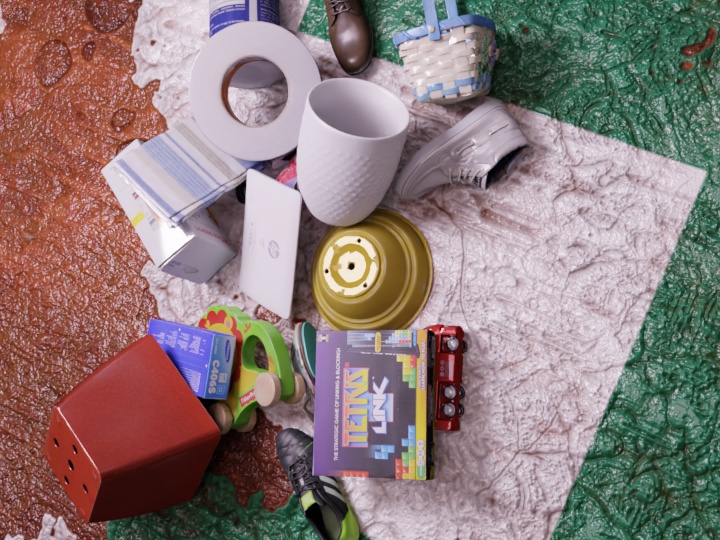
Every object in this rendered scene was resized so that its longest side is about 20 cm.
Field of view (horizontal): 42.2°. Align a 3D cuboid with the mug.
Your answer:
[{"bbox_3d":[-0.003,-0.169,1.341,0.147,0.199,0.177,36,135,22],"label":"mug"}]

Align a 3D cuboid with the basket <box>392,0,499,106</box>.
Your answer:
[{"bbox_3d":[0.122,-0.341,1.330,0.137,0.176,0.203,-13,95,20],"label":"basket"}]

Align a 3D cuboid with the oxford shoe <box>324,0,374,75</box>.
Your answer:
[{"bbox_3d":[-0.030,-0.401,1.447,0.072,0.084,0.203,-16,78,17],"label":"oxford shoe"}]

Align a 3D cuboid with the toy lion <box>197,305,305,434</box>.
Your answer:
[{"bbox_3d":[-0.185,0.137,1.411,0.199,0.068,0.194,-33,66,39],"label":"toy lion"}]

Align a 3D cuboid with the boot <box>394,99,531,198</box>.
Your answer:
[{"bbox_3d":[0.147,-0.149,1.337,0.199,0.073,0.096,-40,63,11],"label":"boot"}]

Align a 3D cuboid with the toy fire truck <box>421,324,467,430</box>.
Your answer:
[{"bbox_3d":[0.076,0.176,1.328,0.139,0.049,0.203,1,82,22],"label":"toy fire truck"}]

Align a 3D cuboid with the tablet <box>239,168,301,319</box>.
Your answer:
[{"bbox_3d":[-0.139,-0.040,1.407,0.130,0.014,0.203,28,121,41],"label":"tablet"}]

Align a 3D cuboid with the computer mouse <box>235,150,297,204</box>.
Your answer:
[{"bbox_3d":[-0.128,-0.196,1.476,0.199,0.044,0.111,-29,74,18],"label":"computer mouse"}]

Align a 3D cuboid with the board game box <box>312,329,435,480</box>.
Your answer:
[{"bbox_3d":[0.020,0.184,1.288,0.163,0.057,0.203,-2,80,16],"label":"board game box"}]

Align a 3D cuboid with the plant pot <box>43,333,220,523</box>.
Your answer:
[{"bbox_3d":[-0.352,0.251,1.378,0.200,0.175,0.201,49,136,22],"label":"plant pot"}]

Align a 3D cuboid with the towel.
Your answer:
[{"bbox_3d":[-0.257,-0.158,1.419,0.147,0.024,0.200,42,55,14],"label":"towel"}]

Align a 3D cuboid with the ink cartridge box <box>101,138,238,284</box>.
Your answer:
[{"bbox_3d":[-0.298,-0.091,1.473,0.083,0.145,0.201,-37,70,10],"label":"ink cartridge box"}]

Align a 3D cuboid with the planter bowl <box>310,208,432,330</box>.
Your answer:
[{"bbox_3d":[0.000,0.000,1.369,0.198,0.083,0.203,-3,81,22],"label":"planter bowl"}]

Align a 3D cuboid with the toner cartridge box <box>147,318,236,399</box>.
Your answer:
[{"bbox_3d":[-0.267,0.133,1.432,0.199,0.043,0.096,7,89,50],"label":"toner cartridge box"}]

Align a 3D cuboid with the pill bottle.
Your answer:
[{"bbox_3d":[-0.185,-0.405,1.493,0.114,0.116,0.203,-6,79,21],"label":"pill bottle"}]

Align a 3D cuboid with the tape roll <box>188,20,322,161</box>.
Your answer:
[{"bbox_3d":[-0.153,-0.265,1.394,0.197,0.066,0.203,0,96,2],"label":"tape roll"}]

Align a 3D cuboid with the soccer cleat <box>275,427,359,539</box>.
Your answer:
[{"bbox_3d":[-0.068,0.314,1.347,0.067,0.081,0.201,-38,70,12],"label":"soccer cleat"}]

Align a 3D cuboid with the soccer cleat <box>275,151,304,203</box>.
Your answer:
[{"bbox_3d":[-0.098,-0.145,1.431,0.199,0.076,0.067,-39,53,9],"label":"soccer cleat"}]

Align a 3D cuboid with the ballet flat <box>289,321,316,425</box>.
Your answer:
[{"bbox_3d":[-0.065,0.177,1.382,0.071,0.069,0.202,-36,72,25],"label":"ballet flat"}]
